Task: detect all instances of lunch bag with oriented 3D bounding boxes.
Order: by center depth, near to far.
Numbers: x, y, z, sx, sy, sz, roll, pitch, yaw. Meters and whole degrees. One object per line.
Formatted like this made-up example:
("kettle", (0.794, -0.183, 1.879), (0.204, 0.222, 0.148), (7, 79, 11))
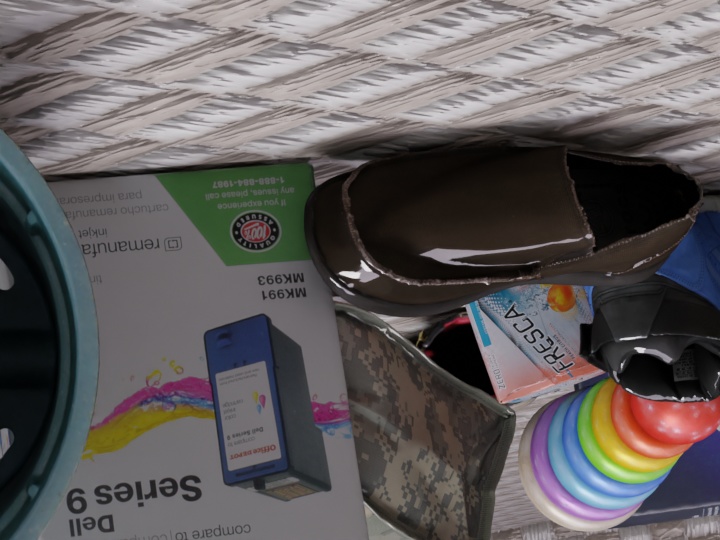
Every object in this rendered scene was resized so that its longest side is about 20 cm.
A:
("lunch bag", (-0.040, 0.089, 1.252), (0.164, 0.118, 0.200), (-8, 148, 41))

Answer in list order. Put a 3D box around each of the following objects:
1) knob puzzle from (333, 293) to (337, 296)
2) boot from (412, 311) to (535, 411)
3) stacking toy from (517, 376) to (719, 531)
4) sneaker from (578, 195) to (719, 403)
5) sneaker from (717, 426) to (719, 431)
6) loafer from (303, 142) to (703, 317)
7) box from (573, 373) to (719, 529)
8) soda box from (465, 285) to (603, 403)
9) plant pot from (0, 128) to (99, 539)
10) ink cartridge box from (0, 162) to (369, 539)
("knob puzzle", (0.000, 0.000, 1.207), (0.219, 0.031, 0.220), (-8, 170, -1))
("boot", (0.035, 0.078, 1.533), (0.199, 0.073, 0.151), (-11, 171, -6))
("stacking toy", (0.156, 0.092, 1.317), (0.085, 0.086, 0.200), (-5, 165, -14))
("sneaker", (0.161, 0.016, 1.185), (0.077, 0.112, 0.200), (-10, 170, 19))
("sneaker", (0.187, 0.041, 1.396), (0.085, 0.077, 0.200), (28, 180, -28))
("loafer", (0.067, -0.030, 1.021), (0.200, 0.073, 0.071), (-8, 161, -32))
("box", (0.243, 0.085, 1.527), (0.199, 0.148, 0.104), (-9, 170, 6))
("soda box", (0.099, 0.034, 1.283), (0.063, 0.069, 0.200), (-19, 175, 4))
("plant pot", (-0.189, 0.033, 0.840), (0.200, 0.201, 0.196), (-7, 177, -3))
("ink cartridge box", (-0.083, 0.063, 1.009), (0.145, 0.201, 0.088), (-4, 169, -17))
